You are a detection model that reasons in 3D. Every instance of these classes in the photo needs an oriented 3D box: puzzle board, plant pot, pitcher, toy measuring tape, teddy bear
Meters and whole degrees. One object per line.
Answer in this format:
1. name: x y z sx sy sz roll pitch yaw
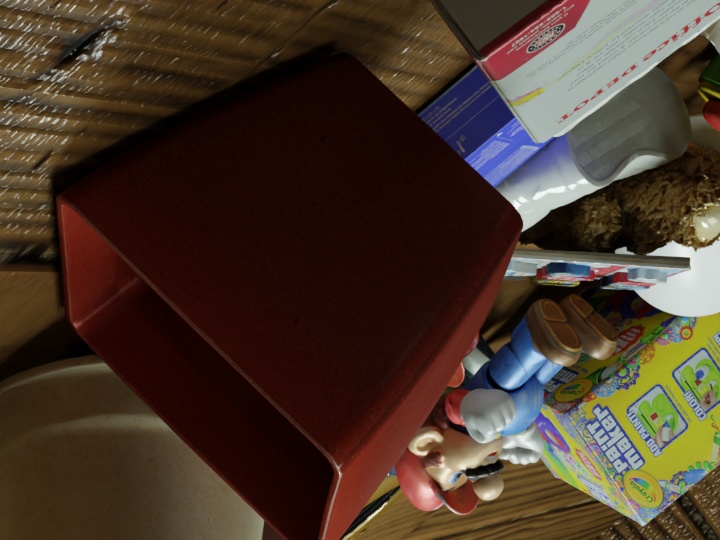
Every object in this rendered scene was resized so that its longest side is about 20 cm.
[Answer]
1. puzzle board: 0.140 0.000 1.773 0.151 0.017 0.200 3 177 0
2. plant pot: -0.136 0.178 1.483 0.200 0.184 0.200 -2 147 -1
3. plant pot: -0.027 0.007 1.360 0.176 0.200 0.200 -42 168 -18
4. pitcher: 0.270 -0.054 1.946 0.172 0.121 0.200 -30 155 -2
5. toy measuring tape: 0.254 -0.141 1.775 0.074 0.074 0.200 -38 144 11
6. teddy bear: 0.193 -0.054 1.755 0.145 0.067 0.200 -33 -162 -20

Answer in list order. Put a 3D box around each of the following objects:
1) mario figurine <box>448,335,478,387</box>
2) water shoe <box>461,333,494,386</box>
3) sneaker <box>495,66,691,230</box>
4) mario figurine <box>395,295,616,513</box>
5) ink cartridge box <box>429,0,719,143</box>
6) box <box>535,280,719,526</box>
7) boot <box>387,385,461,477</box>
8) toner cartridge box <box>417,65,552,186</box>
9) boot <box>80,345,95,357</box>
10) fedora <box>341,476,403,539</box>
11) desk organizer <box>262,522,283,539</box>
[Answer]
1. mario figurine: -0.003 0.081 1.776 0.200 0.106 0.123 -22 -164 -19
2. water shoe: 0.074 0.089 2.051 0.079 0.072 0.200 -36 166 0
3. sneaker: 0.135 -0.078 1.692 0.116 0.074 0.200 -25 179 33
4. mario figurine: 0.107 0.113 1.856 0.123 0.106 0.200 24 125 -27
5. ink cartridge box: 0.113 -0.156 1.333 0.146 0.083 0.200 -36 166 4
6. box: 0.238 0.089 2.126 0.193 0.122 0.200 -38 -164 -9
7. boot: -0.002 0.136 1.967 0.200 0.097 0.075 -38 175 14
8. toner cartridge box: 0.087 -0.095 1.549 0.200 0.043 0.095 -39 166 18
9. boot: -0.121 0.070 1.601 0.200 0.068 0.131 -13 160 -39
10. fedora: -0.038 0.184 2.089 0.201 0.082 0.201 -38 169 -8
11. desk organizer: -0.141 0.188 1.676 0.200 0.077 0.072 5 154 -31
